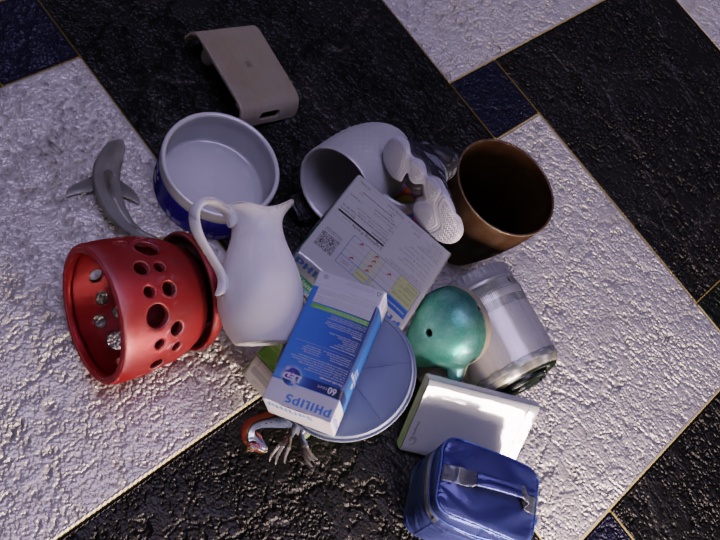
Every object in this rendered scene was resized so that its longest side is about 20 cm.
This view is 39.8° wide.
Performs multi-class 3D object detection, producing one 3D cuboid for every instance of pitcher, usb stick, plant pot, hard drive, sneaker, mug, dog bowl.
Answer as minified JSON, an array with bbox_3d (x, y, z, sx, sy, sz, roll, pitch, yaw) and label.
[{"bbox_3d":[-0.161,0.000,1.371,0.170,0.121,0.203,3,79,-40],"label":"pitcher"},{"bbox_3d":[-0.045,-0.139,1.748,0.199,0.033,0.056,-28,85,-34],"label":"usb stick"},{"bbox_3d":[-0.306,0.047,1.426,0.181,0.200,0.202,-12,68,-39],"label":"plant pot"},{"bbox_3d":[0.172,0.247,1.586,0.198,0.133,0.027,16,20,-17],"label":"hard drive"},{"bbox_3d":[0.126,-0.136,1.593,0.113,0.076,0.201,-13,63,-44],"label":"sneaker"},{"bbox_3d":[0.027,-0.160,1.675,0.199,0.149,0.175,33,44,19],"label":"mug"},{"bbox_3d":[0.208,-0.095,1.739,0.185,0.200,0.189,11,59,-19],"label":"plant pot"},{"bbox_3d":[-0.238,-0.156,1.637,0.198,0.079,0.202,12,58,-19],"label":"dog bowl"}]

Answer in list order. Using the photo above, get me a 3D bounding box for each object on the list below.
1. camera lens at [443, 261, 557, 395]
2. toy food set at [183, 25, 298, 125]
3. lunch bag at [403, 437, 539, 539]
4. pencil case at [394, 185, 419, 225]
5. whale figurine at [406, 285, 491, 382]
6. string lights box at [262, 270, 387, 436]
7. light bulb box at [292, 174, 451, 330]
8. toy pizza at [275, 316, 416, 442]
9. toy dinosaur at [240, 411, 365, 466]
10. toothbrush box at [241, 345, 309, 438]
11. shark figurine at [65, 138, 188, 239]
[{"bbox_3d":[0.222,0.108,1.659,0.159,0.160,0.202,-18,72,-32],"label":"camera lens"},{"bbox_3d":[-0.212,-0.350,1.778,0.143,0.060,0.201,-20,74,-44],"label":"toy food set"},{"bbox_3d":[0.181,0.353,1.522,0.198,0.132,0.137,21,56,-13],"label":"lunch bag"},{"bbox_3d":[0.088,-0.080,1.709,0.088,0.089,0.201,27,32,-9],"label":"pencil case"},{"bbox_3d":[0.112,0.110,1.580,0.103,0.199,0.161,-8,67,-51],"label":"whale figurine"},{"bbox_3d":[-0.046,0.111,1.356,0.102,0.059,0.202,18,66,14],"label":"string lights box"},{"bbox_3d":[0.000,0.000,1.532,0.198,0.125,0.201,40,51,-3],"label":"light bulb box"},{"bbox_3d":[-0.020,0.145,1.388,0.197,0.032,0.203,-2,62,4],"label":"toy pizza"},{"bbox_3d":[-0.080,0.210,1.442,0.179,0.106,0.202,4,55,11],"label":"toy dinosaur"},{"bbox_3d":[-0.061,0.140,1.554,0.146,0.086,0.200,47,53,4],"label":"toothbrush box"},{"bbox_3d":[-0.371,-0.114,1.548,0.127,0.090,0.216,-27,75,-32],"label":"shark figurine"}]
